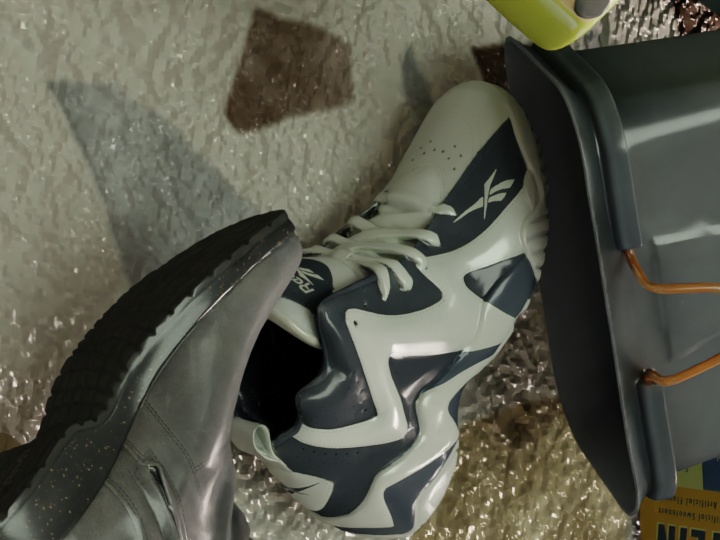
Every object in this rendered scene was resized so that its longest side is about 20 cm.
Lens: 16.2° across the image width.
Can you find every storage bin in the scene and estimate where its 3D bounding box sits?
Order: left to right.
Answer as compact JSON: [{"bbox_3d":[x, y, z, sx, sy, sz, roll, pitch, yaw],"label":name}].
[{"bbox_3d":[0.154,-0.011,1.092,0.134,0.146,0.200,-15,113,-7],"label":"storage bin"}]

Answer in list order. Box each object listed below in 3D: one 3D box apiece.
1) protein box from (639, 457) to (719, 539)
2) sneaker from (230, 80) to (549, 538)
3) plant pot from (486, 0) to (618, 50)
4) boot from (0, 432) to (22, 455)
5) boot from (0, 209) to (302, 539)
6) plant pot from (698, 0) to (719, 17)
[{"bbox_3d":[0.250,0.140,1.242,0.198,0.135,0.201,-10,99,-43],"label":"protein box"},{"bbox_3d":[0.000,0.000,1.035,0.130,0.079,0.200,30,82,-49],"label":"sneaker"},{"bbox_3d":[0.054,-0.216,0.956,0.200,0.182,0.199,-45,130,7],"label":"plant pot"},{"bbox_3d":[-0.135,0.178,0.923,0.200,0.072,0.167,-53,123,-32],"label":"boot"},{"bbox_3d":[-0.058,0.083,0.934,0.132,0.070,0.200,49,58,-17],"label":"boot"},{"bbox_3d":[0.201,-0.189,1.149,0.196,0.200,0.201,24,76,-34],"label":"plant pot"}]
